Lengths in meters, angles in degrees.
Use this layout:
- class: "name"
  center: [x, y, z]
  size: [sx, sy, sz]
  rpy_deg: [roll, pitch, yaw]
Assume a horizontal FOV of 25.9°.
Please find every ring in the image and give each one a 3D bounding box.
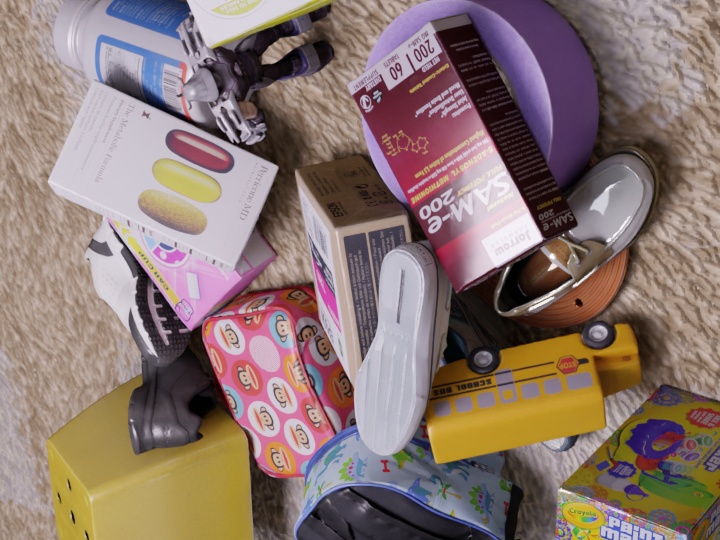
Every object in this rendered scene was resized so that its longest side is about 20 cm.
- class: "ring"
  center: [0.158, -0.042, 1.438]
  size: [0.199, 0.019, 0.203]
  rpy_deg: [18, 121, 32]

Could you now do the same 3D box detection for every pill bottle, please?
- class: "pill bottle"
  center: [-0.209, -0.221, 1.575]
  size: [0.198, 0.112, 0.113]
  rpy_deg: [22, 124, 29]

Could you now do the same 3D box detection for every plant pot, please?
- class: "plant pot"
  center: [-0.242, 0.249, 1.753]
  size: [0.200, 0.175, 0.202]
  rpy_deg: [37, 136, 50]

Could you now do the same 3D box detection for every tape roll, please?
- class: "tape roll"
  center: [0.102, -0.141, 1.368]
  size: [0.198, 0.085, 0.203]
  rpy_deg: [12, 110, 34]

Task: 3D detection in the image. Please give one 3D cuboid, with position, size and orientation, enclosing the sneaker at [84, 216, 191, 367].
- class: "sneaker"
  center: [-0.246, 0.027, 1.726]
  size: [0.080, 0.073, 0.201]
  rpy_deg: [-46, 53, 33]

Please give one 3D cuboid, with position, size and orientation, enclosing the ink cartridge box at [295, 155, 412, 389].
- class: "ink cartridge box"
  center: [0.000, 0.000, 1.473]
  size: [0.200, 0.074, 0.167]
  rpy_deg: [-124, 25, -67]

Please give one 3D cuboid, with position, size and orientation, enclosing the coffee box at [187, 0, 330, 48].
- class: "coffee box"
  center: [-0.054, -0.319, 1.298]
  size: [0.198, 0.200, 0.200]
  rpy_deg: [-21, 99, 16]

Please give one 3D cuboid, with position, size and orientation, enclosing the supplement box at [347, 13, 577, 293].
- class: "supplement box"
  center: [0.083, -0.097, 1.303]
  size: [0.108, 0.061, 0.202]
  rpy_deg: [-32, 84, 39]

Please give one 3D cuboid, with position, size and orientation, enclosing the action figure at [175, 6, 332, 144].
- class: "action figure"
  center: [-0.103, -0.187, 1.446]
  size: [0.069, 0.199, 0.132]
  rpy_deg: [-6, 108, 40]

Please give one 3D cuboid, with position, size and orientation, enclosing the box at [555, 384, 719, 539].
- class: "box"
  center: [0.267, 0.241, 1.372]
  size: [0.121, 0.199, 0.195]
  rpy_deg: [17, 122, 31]

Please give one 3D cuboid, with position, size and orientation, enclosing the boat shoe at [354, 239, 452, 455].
- class: "boat shoe"
  center: [0.048, 0.067, 1.361]
  size: [0.073, 0.066, 0.202]
  rpy_deg: [31, 123, 32]

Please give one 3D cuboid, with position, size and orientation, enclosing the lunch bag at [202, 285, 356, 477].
- class: "lunch bag"
  center: [-0.086, 0.123, 1.673]
  size: [0.175, 0.082, 0.202]
  rpy_deg: [-9, 107, 41]

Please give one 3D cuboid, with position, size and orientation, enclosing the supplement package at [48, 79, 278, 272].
- class: "supplement package"
  center: [-0.193, -0.090, 1.555]
  size: [0.198, 0.115, 0.110]
  rpy_deg: [24, 175, -5]

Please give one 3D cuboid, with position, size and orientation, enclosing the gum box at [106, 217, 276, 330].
- class: "gum box"
  center: [-0.195, -0.054, 1.679]
  size: [0.201, 0.066, 0.113]
  rpy_deg: [53, 132, 4]

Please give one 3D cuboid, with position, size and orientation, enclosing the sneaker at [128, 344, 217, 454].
- class: "sneaker"
  center: [-0.199, 0.124, 1.713]
  size: [0.089, 0.201, 0.077]
  rpy_deg: [-1, 132, 2]

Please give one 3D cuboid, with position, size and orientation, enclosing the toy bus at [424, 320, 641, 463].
- class: "toy bus"
  center: [0.155, 0.109, 1.406]
  size: [0.197, 0.079, 0.065]
  rpy_deg: [-12, 140, 3]

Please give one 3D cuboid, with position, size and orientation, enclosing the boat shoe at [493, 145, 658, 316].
- class: "boat shoe"
  center: [0.186, -0.024, 1.365]
  size: [0.075, 0.068, 0.201]
  rpy_deg: [45, 131, 11]

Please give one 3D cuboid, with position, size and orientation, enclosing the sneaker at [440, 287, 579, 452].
- class: "sneaker"
  center: [0.122, 0.105, 1.495]
  size: [0.200, 0.086, 0.078]
  rpy_deg: [46, 133, 11]

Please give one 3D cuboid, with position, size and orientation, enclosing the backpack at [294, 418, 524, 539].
- class: "backpack"
  center: [0.041, 0.234, 1.556]
  size: [0.198, 0.148, 0.183]
  rpy_deg: [26, 133, -16]
